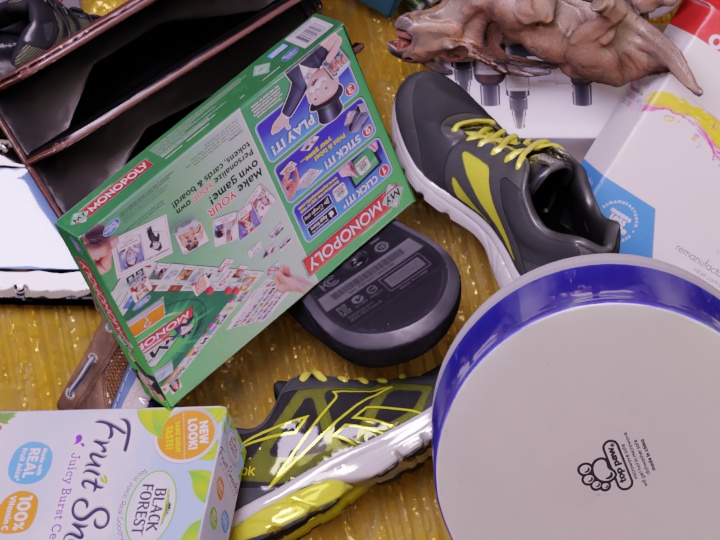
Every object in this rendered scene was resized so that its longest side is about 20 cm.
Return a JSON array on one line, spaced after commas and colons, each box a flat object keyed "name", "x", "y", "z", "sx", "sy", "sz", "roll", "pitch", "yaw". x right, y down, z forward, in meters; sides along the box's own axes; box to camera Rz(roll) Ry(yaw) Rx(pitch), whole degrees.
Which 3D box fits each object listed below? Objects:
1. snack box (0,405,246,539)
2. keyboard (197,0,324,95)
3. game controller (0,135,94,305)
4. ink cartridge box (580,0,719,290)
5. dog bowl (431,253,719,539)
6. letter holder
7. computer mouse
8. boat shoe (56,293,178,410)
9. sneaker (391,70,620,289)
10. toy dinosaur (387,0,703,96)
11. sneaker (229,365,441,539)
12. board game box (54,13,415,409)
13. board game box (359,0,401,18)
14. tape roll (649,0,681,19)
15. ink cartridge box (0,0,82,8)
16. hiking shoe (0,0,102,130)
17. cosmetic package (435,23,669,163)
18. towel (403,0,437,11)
[{"name": "snack box", "x": -0.175, "y": 0.149, "z": 1.280, "sx": 0.199, "sy": 0.053, "sz": 0.143, "roll": -2, "pitch": 52, "yaw": 16}, {"name": "keyboard", "x": -0.076, "y": -0.183, "z": 1.448, "sx": 0.104, "sy": 0.040, "sz": 0.201, "roll": 5, "pitch": 61, "yaw": -17}, {"name": "game controller", "x": -0.208, "y": -0.031, "z": 1.393, "sx": 0.199, "sy": 0.042, "sz": 0.105, "roll": 1, "pitch": 73, "yaw": -4}, {"name": "ink cartridge box", "x": 0.221, "y": -0.085, "z": 1.382, "sx": 0.116, "sy": 0.067, "sz": 0.200, "roll": 30, "pitch": 98, "yaw": -11}, {"name": "dog bowl", "x": 0.139, "y": 0.096, "z": 1.260, "sx": 0.199, "sy": 0.079, "sz": 0.201, "roll": 1, "pitch": 108, "yaw": 3}, {"name": "letter holder", "x": -0.100, "y": -0.119, "z": 1.301, "sx": 0.200, "sy": 0.142, "sz": 0.101, "roll": -34, "pitch": 98, "yaw": -17}, {"name": "computer mouse", "x": 0.000, "y": 0.000, "z": 1.365, "sx": 0.138, "sy": 0.053, "sz": 0.200, "roll": -30, "pitch": 40, "yaw": -10}, {"name": "boat shoe", "x": -0.125, "y": 0.012, "z": 1.344, "sx": 0.072, "sy": 0.072, "sz": 0.201, "roll": 25, "pitch": 95, "yaw": 13}, {"name": "sneaker", "x": 0.093, "y": -0.055, "z": 1.335, "sx": 0.074, "sy": 0.085, "sz": 0.200, "roll": -21, "pitch": 61, "yaw": -33}, {"name": "toy dinosaur", "x": 0.124, "y": -0.145, "z": 1.351, "sx": 0.199, "sy": 0.136, "sz": 0.086, "roll": 28, "pitch": 54, "yaw": 17}, {"name": "sneaker", "x": -0.007, "y": 0.089, "z": 1.348, "sx": 0.199, "sy": 0.075, "sz": 0.085, "roll": -30, "pitch": 77, "yaw": -13}, {"name": "board game box", "x": -0.067, "y": -0.034, "z": 1.287, "sx": 0.200, "sy": 0.135, "sz": 0.029, "roll": -40, "pitch": 41, "yaw": -21}, {"name": "board game box", "x": -0.027, "y": -0.228, "z": 1.348, "sx": 0.151, "sy": 0.200, "sz": 0.047, "roll": 30, "pitch": 83, "yaw": -1}, {"name": "tape roll", "x": 0.124, "y": -0.235, "z": 1.376, "sx": 0.202, "sy": 0.203, "sz": 0.037, "roll": 37, "pitch": 73, "yaw": 7}, {"name": "ink cartridge box", "x": -0.236, "y": -0.202, "z": 1.403, "sx": 0.199, "sy": 0.116, "sz": 0.067, "roll": -7, "pitch": 73, "yaw": -6}, {"name": "hiking shoe", "x": -0.183, "y": -0.127, "z": 1.390, "sx": 0.199, "sy": 0.101, "sz": 0.076, "roll": -10, "pitch": 74, "yaw": -13}, {"name": "cosmetic package", "x": 0.149, "y": -0.113, "z": 1.444, "sx": 0.199, "sy": 0.051, "sz": 0.083, "roll": 0, "pitch": 74, "yaw": -5}, {"name": "towel", "x": 0.020, "y": -0.282, "z": 1.487, "sx": 0.200, "sy": 0.031, "sz": 0.149, "roll": 45, "pitch": 72, "yaw": 3}]
